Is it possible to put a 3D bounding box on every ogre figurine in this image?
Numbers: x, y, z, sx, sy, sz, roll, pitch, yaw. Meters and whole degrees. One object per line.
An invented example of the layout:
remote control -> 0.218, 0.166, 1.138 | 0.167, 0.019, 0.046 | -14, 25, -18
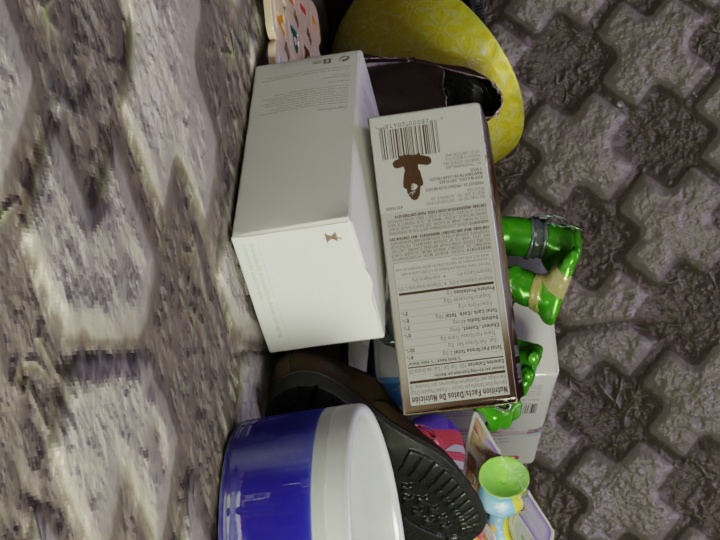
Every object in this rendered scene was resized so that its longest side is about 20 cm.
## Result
ogre figurine -> 0.091, 0.024, 1.313 | 0.098, 0.120, 0.200 | 93, 19, -70

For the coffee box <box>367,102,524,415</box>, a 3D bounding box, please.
coffee box -> 0.060, -0.005, 1.183 | 0.114, 0.080, 0.200 | 11, 72, -82

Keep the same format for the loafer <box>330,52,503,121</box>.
loafer -> 0.037, -0.142, 1.370 | 0.200, 0.071, 0.073 | -11, 96, -43

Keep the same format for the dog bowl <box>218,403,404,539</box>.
dog bowl -> -0.024, 0.185, 1.051 | 0.200, 0.079, 0.201 | -8, 90, -80

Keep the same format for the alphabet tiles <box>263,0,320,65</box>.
alphabet tiles -> -0.054, -0.175, 1.352 | 0.196, 0.015, 0.200 | 36, 48, -77

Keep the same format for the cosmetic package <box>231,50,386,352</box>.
cosmetic package -> -0.029, -0.051, 1.187 | 0.200, 0.085, 0.108 | -85, 164, -51

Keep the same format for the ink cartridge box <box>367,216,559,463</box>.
ink cartridge box -> 0.079, 0.066, 1.460 | 0.200, 0.146, 0.146 | 92, -5, -63

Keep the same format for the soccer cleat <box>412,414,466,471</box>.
soccer cleat -> 0.034, 0.149, 1.300 | 0.200, 0.068, 0.073 | -49, 139, -59

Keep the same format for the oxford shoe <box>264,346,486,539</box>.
oxford shoe -> 0.017, 0.117, 1.187 | 0.200, 0.073, 0.084 | 46, 21, -26

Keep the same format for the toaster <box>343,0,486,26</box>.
toaster -> 0.043, -0.270, 1.645 | 0.129, 0.113, 0.200 | 55, -14, 46

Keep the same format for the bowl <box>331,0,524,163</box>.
bowl -> 0.037, -0.151, 1.530 | 0.108, 0.200, 0.200 | -41, 137, -26

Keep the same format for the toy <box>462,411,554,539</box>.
toy -> 0.089, 0.210, 1.279 | 0.115, 0.047, 0.200 | 57, -27, 35

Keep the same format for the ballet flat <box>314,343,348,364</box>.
ballet flat -> -0.017, 0.082, 1.265 | 0.067, 0.046, 0.200 | -82, 165, -63

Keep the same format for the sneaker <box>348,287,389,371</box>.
sneaker -> 0.000, 0.000, 1.322 | 0.077, 0.081, 0.201 | -36, 127, -81
